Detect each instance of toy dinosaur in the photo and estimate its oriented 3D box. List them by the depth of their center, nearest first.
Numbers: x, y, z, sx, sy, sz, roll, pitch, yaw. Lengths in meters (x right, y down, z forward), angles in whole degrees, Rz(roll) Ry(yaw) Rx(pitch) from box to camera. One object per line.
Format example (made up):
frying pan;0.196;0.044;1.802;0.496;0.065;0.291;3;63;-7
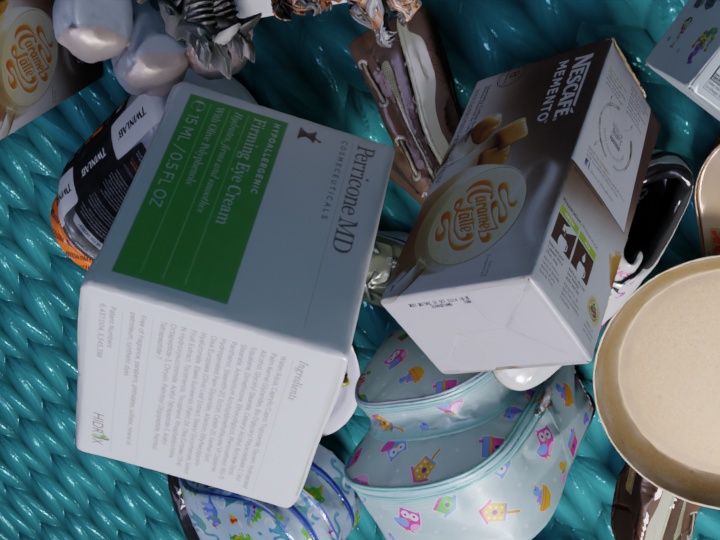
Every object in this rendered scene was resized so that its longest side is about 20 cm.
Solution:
toy dinosaur;-0.062;-0.198;0.611;0.200;0.102;0.136;42;109;14

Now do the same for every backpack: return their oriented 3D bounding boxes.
backpack;0.081;0.129;0.805;0.174;0.201;0.154;-12;122;33
backpack;-0.095;0.241;1.032;0.198;0.154;0.165;-9;113;20

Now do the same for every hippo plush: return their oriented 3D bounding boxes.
hippo plush;-0.182;-0.214;0.751;0.200;0.160;0.160;41;163;-26

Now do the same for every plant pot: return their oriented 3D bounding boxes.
plant pot;0.269;0.080;0.728;0.198;0.027;0.202;6;111;16

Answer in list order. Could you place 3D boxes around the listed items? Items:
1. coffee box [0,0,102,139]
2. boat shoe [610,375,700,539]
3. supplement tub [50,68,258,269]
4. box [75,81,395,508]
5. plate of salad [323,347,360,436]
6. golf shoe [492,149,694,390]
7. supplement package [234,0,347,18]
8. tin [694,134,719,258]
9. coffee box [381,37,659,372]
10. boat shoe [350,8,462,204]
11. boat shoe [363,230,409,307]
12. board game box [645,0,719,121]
coffee box;-0.301;-0.182;0.818;0.079;0.200;0.115;18;127;15
boat shoe;0.261;0.142;0.826;0.074;0.075;0.204;0;119;-13
supplement tub;-0.179;-0.081;0.869;0.199;0.123;0.123;-33;101;38
box;-0.089;0.020;0.718;0.169;0.200;0.201;17;139;-4
plate of salad;-0.094;0.089;0.982;0.198;0.048;0.202;14;125;21
golf shoe;0.156;-0.001;0.703;0.072;0.092;0.201;34;94;-3
supplement package;0.010;-0.252;0.660;0.198;0.121;0.121;-3;119;28
tin;0.299;-0.017;0.711;0.111;0.042;0.202;-4;118;25
coffee box;0.108;-0.041;0.646;0.114;0.201;0.080;-9;134;43
boat shoe;0.045;-0.089;0.764;0.074;0.075;0.205;-15;102;14
boat shoe;0.000;0.000;0.864;0.198;0.062;0.073;19;127;15
board game box;0.277;-0.151;0.543;0.147;0.064;0.201;30;106;-19
